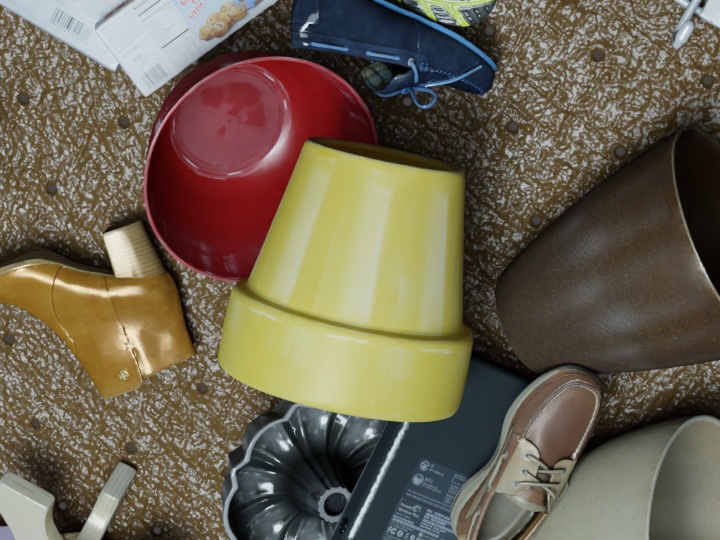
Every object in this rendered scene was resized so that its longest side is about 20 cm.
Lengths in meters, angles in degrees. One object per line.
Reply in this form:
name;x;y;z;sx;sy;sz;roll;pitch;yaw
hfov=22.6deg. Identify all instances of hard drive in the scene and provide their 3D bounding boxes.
hard drive;0.077;0.171;1.547;0.139;0.033;0.201;25;95;-23

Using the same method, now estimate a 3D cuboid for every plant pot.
plant pot;0.000;0.000;1.419;0.199;0.201;0.190;12;99;6
plant pot;0.216;0.009;1.466;0.199;0.187;0.188;-25;100;30

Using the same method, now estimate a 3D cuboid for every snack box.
snack box;-0.120;-0.232;1.493;0.199;0.024;0.072;-35;111;4

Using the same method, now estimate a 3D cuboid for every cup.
cup;0.230;0.224;1.521;0.143;0.200;0.202;-5;107;39

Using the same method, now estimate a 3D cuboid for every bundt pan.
bundt pan;-0.033;0.192;1.572;0.200;0.076;0.203;-5;105;-19

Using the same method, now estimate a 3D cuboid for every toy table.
toy table;-0.261;0.265;1.615;0.199;0.184;0.117;21;125;-10

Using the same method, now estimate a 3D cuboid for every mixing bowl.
mixing bowl;-0.094;-0.103;1.492;0.199;0.109;0.201;-9;121;-16

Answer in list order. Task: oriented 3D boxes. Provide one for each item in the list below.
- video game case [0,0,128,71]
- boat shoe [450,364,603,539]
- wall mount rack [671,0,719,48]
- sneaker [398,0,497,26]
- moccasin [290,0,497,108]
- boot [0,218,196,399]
video game case;-0.247;-0.297;1.513;0.199;0.045;0.182;31;109;-1
boat shoe;0.142;0.168;1.480;0.075;0.072;0.201;20;118;-15
wall mount rack;0.340;-0.226;1.419;0.199;0.075;0.174;29;108;0
sneaker;0.019;-0.259;1.463;0.199;0.077;0.076;26;119;-1
moccasin;0.020;-0.174;1.453;0.199;0.080;0.069;19;84;-30
boot;-0.256;0.048;1.598;0.200;0.071;0.145;-16;99;8
